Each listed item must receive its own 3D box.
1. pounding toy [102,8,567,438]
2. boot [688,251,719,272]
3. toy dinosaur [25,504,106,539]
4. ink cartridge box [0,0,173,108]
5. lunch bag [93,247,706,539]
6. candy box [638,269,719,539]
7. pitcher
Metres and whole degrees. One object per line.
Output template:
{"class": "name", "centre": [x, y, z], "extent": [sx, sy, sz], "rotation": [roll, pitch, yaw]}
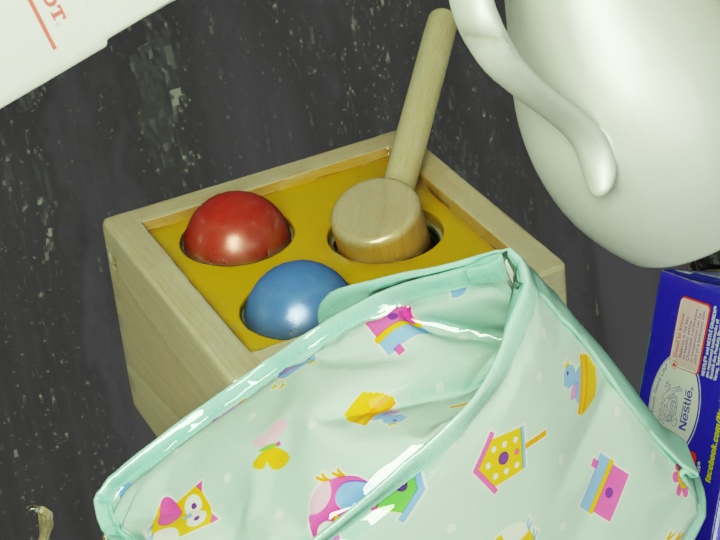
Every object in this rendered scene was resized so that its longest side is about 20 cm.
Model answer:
{"class": "pounding toy", "centre": [0.000, 0.000, 0.917], "extent": [0.198, 0.184, 0.143], "rotation": [-18, 123, -20]}
{"class": "boot", "centre": [0.180, 0.047, 1.060], "extent": [0.198, 0.073, 0.152], "rotation": [-9, 109, -27]}
{"class": "toy dinosaur", "centre": [-0.165, 0.177, 0.941], "extent": [0.199, 0.058, 0.102], "rotation": [-30, 115, -15]}
{"class": "ink cartridge box", "centre": [-0.187, -0.119, 0.846], "extent": [0.199, 0.067, 0.116], "rotation": [-32, 114, -14]}
{"class": "lunch bag", "centre": [0.025, 0.099, 0.793], "extent": [0.200, 0.122, 0.171], "rotation": [-40, 127, 2]}
{"class": "candy box", "centre": [0.228, 0.091, 1.017], "extent": [0.199, 0.077, 0.171], "rotation": [4, 100, -34]}
{"class": "pitcher", "centre": [0.112, -0.091, 0.949], "extent": [0.201, 0.120, 0.172], "rotation": [61, 40, -22]}
